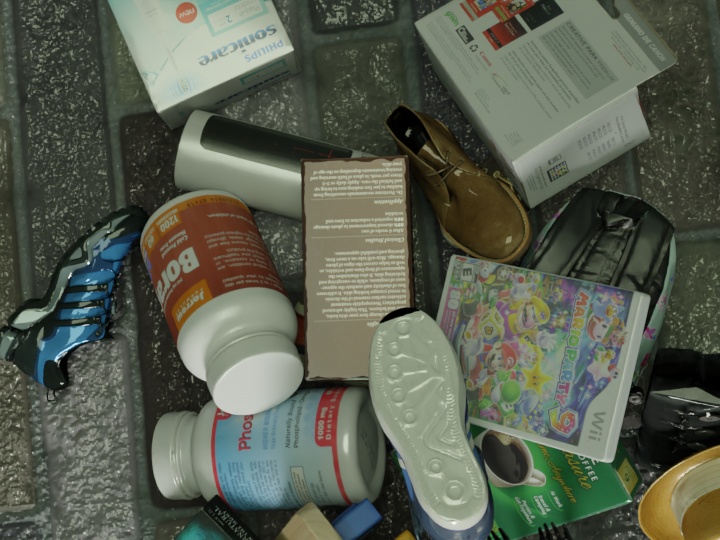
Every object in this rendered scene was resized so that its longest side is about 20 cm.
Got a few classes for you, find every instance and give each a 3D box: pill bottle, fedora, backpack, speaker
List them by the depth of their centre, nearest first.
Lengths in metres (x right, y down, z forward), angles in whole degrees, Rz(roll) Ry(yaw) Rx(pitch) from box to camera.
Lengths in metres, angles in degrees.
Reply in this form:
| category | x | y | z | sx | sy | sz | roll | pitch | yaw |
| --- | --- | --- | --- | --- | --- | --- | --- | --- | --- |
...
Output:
| category | x | y | z | sx | sy | sz | roll | pitch | yaw |
| --- | --- | --- | --- | --- | --- | --- | --- | --- | --- |
| fedora | 0.347 | 0.228 | 1.360 | 0.200 | 0.201 | 0.082 | -6 | 46 | 3 |
| pill bottle | -0.124 | 0.030 | 1.412 | 0.112 | 0.112 | 0.200 | -27 | 52 | 0 |
| pill bottle | -0.085 | 0.166 | 1.424 | 0.200 | 0.109 | 0.109 | -5 | 82 | 16 |
| backpack | 0.207 | 0.022 | 1.424 | 0.167 | 0.127 | 0.200 | 26 | 88 | 5 |
| speaker | -0.072 | -0.092 | 1.481 | 0.200 | 0.081 | 0.081 | 15 | 84 | 6 |

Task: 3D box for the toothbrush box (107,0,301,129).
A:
| category | x | y | z | sx | sy | sz | roll | pitch | yaw |
| --- | --- | --- | --- | --- | --- | --- | --- | --- | --- |
| toothbrush box | -0.164 | -0.260 | 1.505 | 0.146 | 0.085 | 0.200 | -23 | 83 | 0 |

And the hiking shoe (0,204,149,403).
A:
| category | x | y | z | sx | sy | sz | roll | pitch | yaw |
| --- | --- | --- | --- | --- | --- | --- | --- | --- | --- |
| hiking shoe | -0.259 | 0.026 | 1.488 | 0.087 | 0.074 | 0.200 | 41 | 97 | 0 |

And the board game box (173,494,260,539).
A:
| category | x | y | z | sx | sy | sz | roll | pitch | yaw |
| --- | --- | --- | --- | --- | --- | --- | --- | --- | --- |
| board game box | -0.099 | 0.315 | 1.413 | 0.200 | 0.028 | 0.135 | 45 | 129 | 6 |

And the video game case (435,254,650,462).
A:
| category | x | y | z | sx | sy | sz | roll | pitch | yaw |
| --- | --- | --- | --- | --- | --- | --- | --- | --- | --- |
| video game case | 0.145 | 0.072 | 1.332 | 0.200 | 0.018 | 0.143 | 12 | 89 | 40 |

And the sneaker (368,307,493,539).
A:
| category | x | y | z | sx | sy | sz | roll | pitch | yaw |
| --- | --- | --- | --- | --- | --- | --- | --- | --- | --- |
| sneaker | 0.061 | 0.146 | 1.332 | 0.081 | 0.146 | 0.200 | -17 | 68 | -3 |

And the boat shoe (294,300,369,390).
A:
| category | x | y | z | sx | sy | sz | roll | pitch | yaw |
| --- | --- | --- | --- | --- | --- | --- | --- | --- | --- |
| boat shoe | 0.015 | 0.098 | 1.456 | 0.200 | 0.071 | 0.063 | 26 | 93 | 6 |

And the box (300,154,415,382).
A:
| category | x | y | z | sx | sy | sz | roll | pitch | yaw |
| --- | --- | --- | --- | --- | --- | --- | --- | --- | --- |
| box | 0.000 | 0.000 | 1.392 | 0.100 | 0.075 | 0.200 | -1 | 84 | 4 |

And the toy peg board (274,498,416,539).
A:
| category | x | y | z | sx | sy | sz | roll | pitch | yaw |
| --- | --- | --- | --- | --- | --- | --- | --- | --- | --- |
| toy peg board | 0.027 | 0.282 | 1.380 | 0.098 | 0.200 | 0.199 | -35 | 81 | -19 |

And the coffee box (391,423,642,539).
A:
| category | x | y | z | sx | sy | sz | roll | pitch | yaw |
| --- | --- | --- | --- | --- | --- | --- | --- | --- | --- |
| coffee box | 0.139 | 0.177 | 1.391 | 0.200 | 0.044 | 0.123 | -27 | 97 | 33 |

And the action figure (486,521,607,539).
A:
| category | x | y | z | sx | sy | sz | roll | pitch | yaw |
| --- | --- | --- | --- | --- | --- | --- | --- | --- | --- |
| action figure | 0.191 | 0.293 | 1.394 | 0.119 | 0.200 | 0.102 | -19 | 44 | 17 |

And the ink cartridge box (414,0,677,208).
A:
| category | x | y | z | sx | sy | sz | roll | pitch | yaw |
| --- | --- | --- | --- | --- | --- | --- | --- | --- | --- |
| ink cartridge box | 0.177 | -0.188 | 1.435 | 0.175 | 0.084 | 0.200 | -30 | 56 | 1 |

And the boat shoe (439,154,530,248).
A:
| category | x | y | z | sx | sy | sz | roll | pitch | yaw |
| --- | --- | --- | --- | --- | --- | --- | --- | --- | --- |
| boat shoe | 0.159 | -0.094 | 1.475 | 0.200 | 0.060 | 0.072 | -35 | 82 | -1 |

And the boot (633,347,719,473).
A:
| category | x | y | z | sx | sy | sz | roll | pitch | yaw |
| --- | --- | --- | --- | --- | --- | --- | --- | --- | --- |
| boot | 0.328 | 0.125 | 1.362 | 0.165 | 0.200 | 0.066 | -4 | 61 | 3 |

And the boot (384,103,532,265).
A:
| category | x | y | z | sx | sy | sz | roll | pitch | yaw |
| --- | --- | --- | --- | --- | --- | --- | --- | --- | --- |
| boot | 0.083 | -0.080 | 1.427 | 0.074 | 0.075 | 0.200 | -44 | 52 | 8 |
